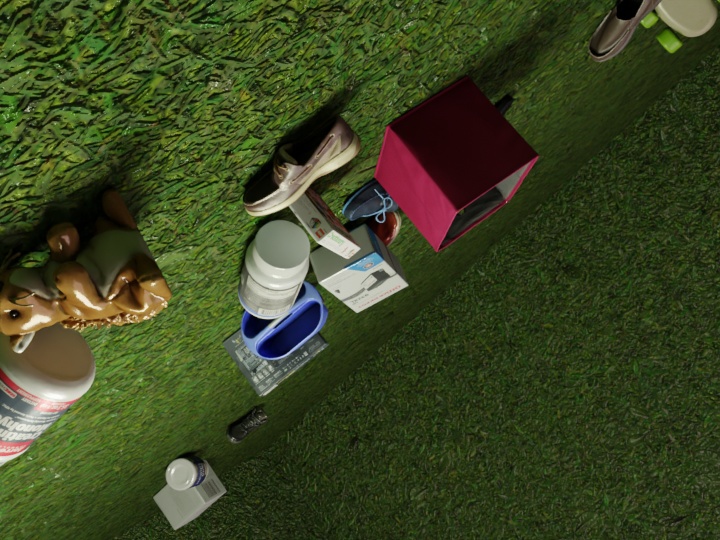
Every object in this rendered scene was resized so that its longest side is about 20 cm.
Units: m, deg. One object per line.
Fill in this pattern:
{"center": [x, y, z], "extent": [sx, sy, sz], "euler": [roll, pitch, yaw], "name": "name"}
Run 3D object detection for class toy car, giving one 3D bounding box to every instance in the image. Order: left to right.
{"center": [0.712, -0.614, 1.575], "extent": [0.164, 0.158, 0.200], "euler": [-42, -164, 33], "name": "toy car"}

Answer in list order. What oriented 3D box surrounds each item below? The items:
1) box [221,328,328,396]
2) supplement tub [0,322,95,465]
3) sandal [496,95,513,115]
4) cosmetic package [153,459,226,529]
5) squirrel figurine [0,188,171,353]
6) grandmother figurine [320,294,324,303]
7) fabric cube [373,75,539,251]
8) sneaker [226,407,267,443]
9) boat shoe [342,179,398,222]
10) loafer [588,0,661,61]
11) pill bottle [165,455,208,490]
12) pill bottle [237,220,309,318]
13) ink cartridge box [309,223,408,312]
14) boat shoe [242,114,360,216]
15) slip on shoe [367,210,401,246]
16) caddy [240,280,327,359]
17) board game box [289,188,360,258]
{"center": [-0.200, 0.174, 1.654], "extent": [0.200, 0.158, 0.051], "euler": [-39, 168, -1], "name": "box"}
{"center": [-0.460, 0.159, 0.918], "extent": [0.200, 0.140, 0.140], "euler": [-42, 167, 15], "name": "supplement tub"}
{"center": [0.258, -0.303, 1.536], "extent": [0.200, 0.045, 0.075], "euler": [-53, 172, 2], "name": "sandal"}
{"center": [-0.696, 0.913, 2.872], "extent": [0.200, 0.165, 0.165], "euler": [-42, 166, 16], "name": "cosmetic package"}
{"center": [-0.331, 0.028, 0.836], "extent": [0.186, 0.142, 0.200], "euler": [-28, 163, -14], "name": "squirrel figurine"}
{"center": [-0.184, 0.120, 1.758], "extent": [0.200, 0.061, 0.121], "euler": [-38, 140, 10], "name": "grandmother figurine"}
{"center": [0.168, -0.191, 1.301], "extent": [0.196, 0.199, 0.200], "euler": [-35, 167, -16], "name": "fabric cube"}
{"center": [-0.425, 0.577, 2.654], "extent": [0.114, 0.076, 0.199], "euler": [-46, 169, 24], "name": "sneaker"}
{"center": [0.056, -0.152, 1.422], "extent": [0.200, 0.069, 0.084], "euler": [-33, 166, -22], "name": "boat shoe"}
{"center": [0.545, -0.530, 1.481], "extent": [0.071, 0.073, 0.200], "euler": [-12, 148, -41], "name": "loafer"}
{"center": [-0.624, 0.735, 2.567], "extent": [0.111, 0.111, 0.200], "euler": [-38, 168, -2], "name": "pill bottle"}
{"center": [-0.155, -0.001, 1.266], "extent": [0.114, 0.114, 0.200], "euler": [-31, 166, -28], "name": "pill bottle"}
{"center": [0.000, 0.000, 1.570], "extent": [0.145, 0.084, 0.200], "euler": [-29, 149, 12], "name": "ink cartridge box"}
{"center": [-0.098, -0.156, 1.020], "extent": [0.200, 0.072, 0.072], "euler": [-30, 139, 12], "name": "boat shoe"}
{"center": [0.016, -0.069, 1.612], "extent": [0.200, 0.074, 0.061], "euler": [-39, 165, 28], "name": "slip on shoe"}
{"center": [-0.167, 0.105, 1.547], "extent": [0.200, 0.141, 0.105], "euler": [-40, 172, 7], "name": "caddy"}
{"center": [-0.069, -0.088, 1.166], "extent": [0.035, 0.126, 0.200], "euler": [-39, 168, 6], "name": "board game box"}
